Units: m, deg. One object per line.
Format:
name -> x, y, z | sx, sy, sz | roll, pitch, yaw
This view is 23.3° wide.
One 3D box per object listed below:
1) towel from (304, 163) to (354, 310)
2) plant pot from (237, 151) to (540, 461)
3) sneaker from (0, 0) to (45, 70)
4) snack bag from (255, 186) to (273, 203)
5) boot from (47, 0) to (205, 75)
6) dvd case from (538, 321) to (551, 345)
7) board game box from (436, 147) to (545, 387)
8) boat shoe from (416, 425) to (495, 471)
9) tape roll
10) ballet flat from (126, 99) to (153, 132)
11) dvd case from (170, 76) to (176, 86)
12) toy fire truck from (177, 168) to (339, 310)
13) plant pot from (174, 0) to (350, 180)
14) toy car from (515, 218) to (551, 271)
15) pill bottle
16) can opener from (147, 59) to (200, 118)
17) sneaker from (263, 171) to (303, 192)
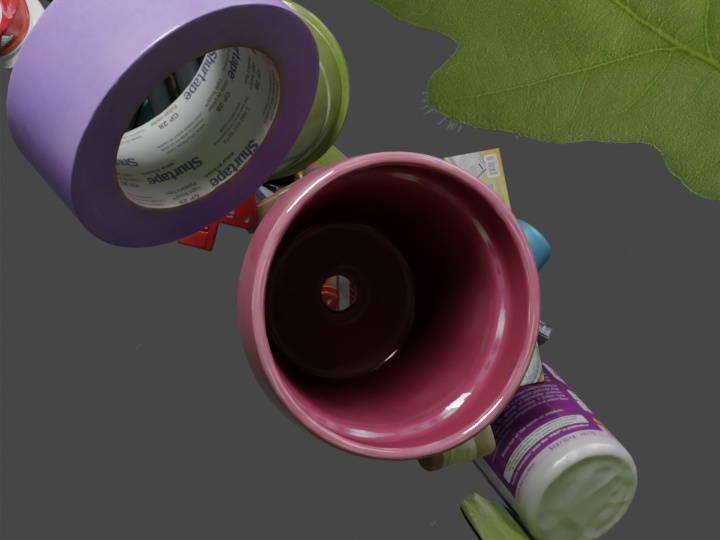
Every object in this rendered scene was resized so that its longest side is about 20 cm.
towel -> -0.008, 0.002, 1.417 | 0.023, 0.145, 0.200 | -7, 17, -16
plant pot -> 0.004, 0.023, 1.202 | 0.200, 0.200, 0.179 | 41, -9, -11
sneaker -> -0.330, -0.253, 1.418 | 0.115, 0.078, 0.200 | 38, 7, -48
snack bag -> -0.027, -0.011, 1.941 | 0.200, 0.021, 0.189 | 45, 7, 28
boot -> -0.176, -0.224, 1.466 | 0.200, 0.073, 0.182 | 16, -28, 47
dvd case -> 0.067, 0.035, 1.664 | 0.200, 0.016, 0.149 | 32, -29, -6
board game box -> 0.068, 0.008, 1.449 | 0.035, 0.135, 0.201 | 163, -83, -75
boat shoe -> 0.056, 0.056, 1.380 | 0.072, 0.065, 0.201 | 124, -48, -72
tape roll -> -0.131, -0.118, 1.172 | 0.085, 0.200, 0.200 | 45, 6, 29
ballet flat -> -0.212, -0.134, 1.475 | 0.072, 0.072, 0.200 | 43, 6, 2
dvd case -> -0.169, -0.213, 1.653 | 0.199, 0.016, 0.149 | 4, 32, 4
toy fire truck -> -0.071, -0.054, 1.382 | 0.141, 0.201, 0.049 | 13, 9, -5
plant pot -> -0.121, -0.162, 1.739 | 0.200, 0.200, 0.190 | 42, 19, -7
toy car -> 0.105, -0.010, 1.740 | 0.177, 0.184, 0.200 | 43, -15, -5
pill bottle -> 0.151, 0.147, 1.554 | 0.112, 0.112, 0.200 | 38, 8, -39
can opener -> -0.147, -0.125, 1.430 | 0.067, 0.053, 0.200 | -92, 169, -55
sneaker -> -0.126, -0.149, 1.995 | 0.082, 0.078, 0.200 | 49, 9, 37
